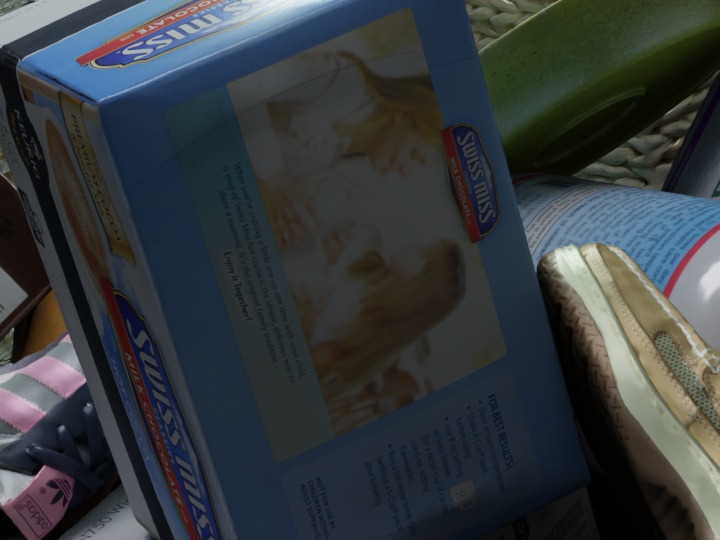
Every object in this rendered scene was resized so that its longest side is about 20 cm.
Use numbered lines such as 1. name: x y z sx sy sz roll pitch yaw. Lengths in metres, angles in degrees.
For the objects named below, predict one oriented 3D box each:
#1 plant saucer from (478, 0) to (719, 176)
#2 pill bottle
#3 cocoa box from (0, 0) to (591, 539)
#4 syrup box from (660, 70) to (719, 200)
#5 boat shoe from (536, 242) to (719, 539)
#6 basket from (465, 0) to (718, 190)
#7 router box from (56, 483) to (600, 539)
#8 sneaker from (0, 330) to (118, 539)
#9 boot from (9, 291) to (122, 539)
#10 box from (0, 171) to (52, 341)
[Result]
1. plant saucer: 0.081 -0.066 1.108 0.200 0.031 0.200 -30 -10 -6
2. pill bottle: 0.120 0.027 1.028 0.109 0.109 0.200 -31 26 -31
3. cocoa box: -0.026 -0.004 0.953 0.133 0.200 0.131 -24 24 -18
4. syrup box: 0.199 -0.038 1.039 0.082 0.079 0.200 -62 20 -13
5. boat shoe: 0.125 0.064 0.912 0.076 0.072 0.200 -25 58 -5
6. basket: 0.138 -0.137 1.342 0.200 0.161 0.198 -27 23 -28
7. router box: -0.041 0.125 0.993 0.179 0.049 0.200 0 27 36
8. sneaker: -0.104 0.063 1.058 0.200 0.070 0.082 -30 32 12
9. boot: -0.094 0.049 1.191 0.155 0.074 0.200 5 43 45
10. box: -0.246 -0.011 1.205 0.166 0.164 0.200 -46 13 -9
